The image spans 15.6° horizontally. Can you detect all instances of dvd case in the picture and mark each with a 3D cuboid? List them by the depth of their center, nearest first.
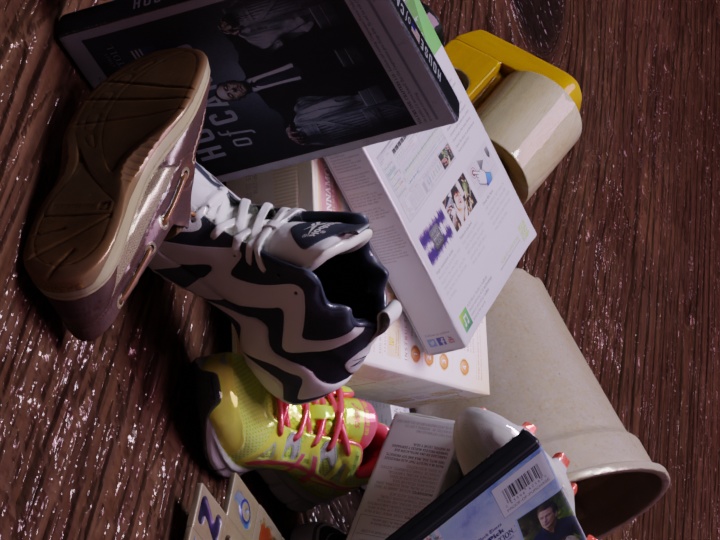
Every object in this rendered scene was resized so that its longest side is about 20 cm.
[{"bbox_3d":[-0.060,-0.122,1.580,0.150,0.200,0.025,57,27,-42],"label":"dvd case"},{"bbox_3d":[0.081,0.205,1.607,0.018,0.143,0.200,41,-16,47],"label":"dvd case"}]

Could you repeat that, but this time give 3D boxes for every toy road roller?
[{"bbox_3d":[0.054,-0.094,1.920,0.123,0.200,0.146,-48,155,-34],"label":"toy road roller"}]

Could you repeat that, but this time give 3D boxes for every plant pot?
[{"bbox_3d":[0.100,0.108,1.926,0.200,0.200,0.184,31,35,-64],"label":"plant pot"}]

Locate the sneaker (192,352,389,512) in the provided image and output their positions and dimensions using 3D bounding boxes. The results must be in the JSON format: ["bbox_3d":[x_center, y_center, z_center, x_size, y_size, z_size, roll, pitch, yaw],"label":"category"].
[{"bbox_3d":[-0.038,0.093,1.650,0.200,0.090,0.078,34,45,-61],"label":"sneaker"}]

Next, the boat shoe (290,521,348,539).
[{"bbox_3d":[0.018,0.217,1.751,0.200,0.066,0.070,51,30,-50],"label":"boat shoe"}]

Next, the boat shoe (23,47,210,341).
[{"bbox_3d":[-0.131,-0.044,1.505,0.072,0.072,0.200,69,29,-42],"label":"boat shoe"}]

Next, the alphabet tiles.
[{"bbox_3d":[-0.062,0.226,1.583,0.167,0.006,0.200,-80,149,-41],"label":"alphabet tiles"}]

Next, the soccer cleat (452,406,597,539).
[{"bbox_3d":[0.101,0.164,1.647,0.078,0.069,0.200,-52,137,-24],"label":"soccer cleat"}]

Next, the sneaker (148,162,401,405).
[{"bbox_3d":[-0.054,-0.021,1.552,0.199,0.130,0.079,53,45,-2],"label":"sneaker"}]

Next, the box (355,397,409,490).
[{"bbox_3d":[0.006,0.057,1.884,0.039,0.041,0.200,39,39,-60],"label":"box"}]

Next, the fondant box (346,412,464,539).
[{"bbox_3d":[0.040,0.212,1.671,0.144,0.058,0.200,49,57,-49],"label":"fondant box"}]

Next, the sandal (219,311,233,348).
[{"bbox_3d":[-0.057,-0.012,1.768,0.075,0.045,0.200,60,37,-24],"label":"sandal"}]

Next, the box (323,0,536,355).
[{"bbox_3d":[0.039,-0.066,1.726,0.200,0.036,0.144,63,35,-21],"label":"box"}]

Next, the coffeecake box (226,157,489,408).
[{"bbox_3d":[0.000,0.000,1.740,0.200,0.073,0.154,17,66,-53],"label":"coffeecake box"}]
